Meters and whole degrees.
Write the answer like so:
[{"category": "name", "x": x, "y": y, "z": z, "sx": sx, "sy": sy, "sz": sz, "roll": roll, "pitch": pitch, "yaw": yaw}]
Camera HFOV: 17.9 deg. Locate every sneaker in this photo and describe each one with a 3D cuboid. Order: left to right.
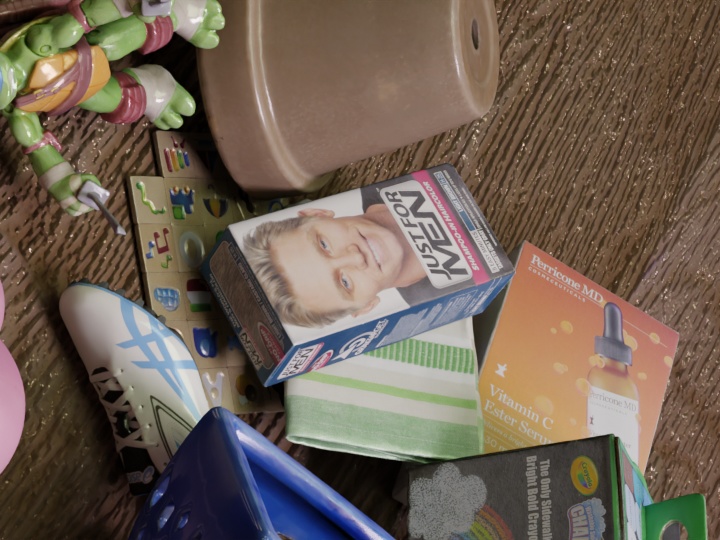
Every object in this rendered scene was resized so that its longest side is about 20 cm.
[{"category": "sneaker", "x": -0.134, "y": 0.095, "z": 1.463, "sx": 0.072, "sy": 0.072, "sz": 0.200, "roll": -44, "pitch": 109, "yaw": -40}]

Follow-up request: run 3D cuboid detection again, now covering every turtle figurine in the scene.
[{"category": "turtle figurine", "x": -0.146, "y": -0.110, "z": 1.435, "sx": 0.194, "sy": 0.199, "sz": 0.145, "roll": -26, "pitch": 111, "yaw": -58}]

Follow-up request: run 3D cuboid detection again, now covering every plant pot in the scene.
[{"category": "plant pot", "x": -0.059, "y": 0.233, "z": 1.365, "sx": 0.200, "sy": 0.180, "sz": 0.200, "roll": 39, "pitch": 8, "yaw": -21}, {"category": "plant pot", "x": 0.000, "y": -0.153, "z": 1.588, "sx": 0.200, "sy": 0.174, "sz": 0.201, "roll": -3, "pitch": 90, "yaw": -71}]

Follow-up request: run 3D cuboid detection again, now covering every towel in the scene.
[{"category": "towel", "x": 0.014, "y": 0.045, "z": 1.622, "sx": 0.152, "sy": 0.023, "sz": 0.201, "roll": 12, "pitch": 54, "yaw": -20}]

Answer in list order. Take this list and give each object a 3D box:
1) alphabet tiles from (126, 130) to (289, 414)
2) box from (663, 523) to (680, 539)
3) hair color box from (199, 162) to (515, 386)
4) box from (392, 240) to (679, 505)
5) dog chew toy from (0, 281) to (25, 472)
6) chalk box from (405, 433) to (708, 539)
[{"category": "alphabet tiles", "x": -0.095, "y": 0.002, "z": 1.595, "sx": 0.166, "sy": 0.006, "sz": 0.201, "roll": -1, "pitch": 78, "yaw": -53}, {"category": "box", "x": 0.171, "y": 0.249, "z": 1.786, "sx": 0.199, "sy": 0.036, "sz": 0.144, "roll": 14, "pitch": 66, "yaw": -34}, {"category": "hair color box", "x": 0.000, "y": 0.000, "z": 1.590, "sx": 0.199, "sy": 0.061, "sz": 0.100, "roll": -18, "pitch": 69, "yaw": -35}, {"category": "box", "x": 0.135, "y": 0.108, "z": 1.727, "sx": 0.152, "sy": 0.106, "sz": 0.201, "roll": 30, "pitch": 51, "yaw": -12}, {"category": "dog chew toy", "x": -0.255, "y": 0.032, "z": 1.294, "sx": 0.124, "sy": 0.124, "sz": 0.201, "roll": 21, "pitch": 53, "yaw": -47}, {"category": "chalk box", "x": 0.141, "y": 0.198, "z": 1.558, "sx": 0.124, "sy": 0.199, "sz": 0.125, "roll": 58, "pitch": 29, "yaw": -52}]
